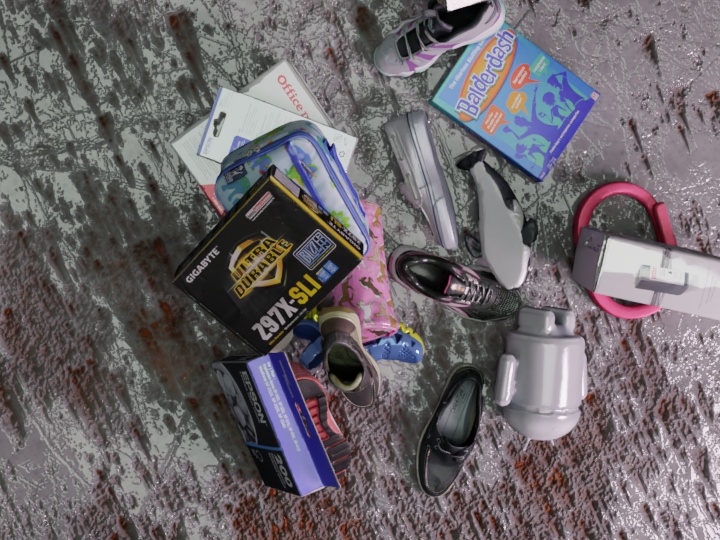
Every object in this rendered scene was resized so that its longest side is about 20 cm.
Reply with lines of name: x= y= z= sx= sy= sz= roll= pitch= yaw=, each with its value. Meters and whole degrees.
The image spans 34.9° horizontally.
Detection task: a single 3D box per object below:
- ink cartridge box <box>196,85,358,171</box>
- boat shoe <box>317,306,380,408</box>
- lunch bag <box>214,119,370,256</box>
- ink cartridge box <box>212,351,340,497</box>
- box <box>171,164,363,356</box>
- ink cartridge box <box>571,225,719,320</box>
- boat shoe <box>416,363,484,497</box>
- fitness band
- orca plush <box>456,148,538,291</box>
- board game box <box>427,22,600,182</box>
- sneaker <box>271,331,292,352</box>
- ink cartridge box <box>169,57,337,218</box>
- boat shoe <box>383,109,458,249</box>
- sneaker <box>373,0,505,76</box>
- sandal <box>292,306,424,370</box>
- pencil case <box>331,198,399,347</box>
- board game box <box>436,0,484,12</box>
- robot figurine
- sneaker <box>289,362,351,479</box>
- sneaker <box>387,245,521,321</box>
ink cartridge box: x=-0.111 y=-0.166 z=1.527 sx=0.198 sy=0.039 sz=0.101 roll=21 pitch=95 yaw=-10
boat shoe: x=-0.019 y=0.130 z=1.520 sx=0.071 sy=0.067 sz=0.202 roll=-3 pitch=139 yaw=11
lunch bag: x=-0.083 y=-0.083 z=1.483 sx=0.159 sy=0.083 sz=0.202 roll=-24 pitch=112 yaw=11
ink cartridge box: x=-0.118 y=0.208 z=1.560 sx=0.043 sy=0.199 sz=0.200 roll=-25 pitch=96 yaw=-27
box: x=-0.116 y=-0.009 z=1.449 sx=0.159 sy=0.050 sz=0.200 roll=40 pitch=112 yaw=-17
ink cartridge box: x=0.407 y=0.003 z=1.585 sx=0.197 sy=0.146 sz=0.086 roll=14 pitch=96 yaw=-4
boat shoe: x=0.134 y=0.236 z=1.650 sx=0.074 sy=0.066 sz=0.201 roll=23 pitch=92 yaw=-7
fitness band: x=0.388 y=-0.030 z=1.673 sx=0.142 sy=0.037 sz=0.203 roll=-16 pitch=95 yaw=-1
orca plush: x=0.195 y=-0.070 z=1.641 sx=0.105 sy=0.071 sz=0.201 roll=-34 pitch=80 yaw=17
board game box: x=0.219 y=-0.246 z=1.633 sx=0.199 sy=0.045 sz=0.153 roll=34 pitch=91 yaw=-6
sneaker: x=-0.161 y=0.019 z=1.583 sx=0.075 sy=0.084 sz=0.202 roll=-29 pitch=115 yaw=-35
ink cartridge box: x=-0.142 y=-0.175 z=1.585 sx=0.199 sy=0.083 sz=0.146 roll=-35 pitch=98 yaw=-2
boat shoe: x=0.086 y=-0.124 z=1.626 sx=0.066 sy=0.073 sz=0.203 roll=-15 pitch=89 yaw=14
sneaker: x=0.092 y=-0.329 z=1.548 sx=0.198 sy=0.140 sz=0.079 roll=-26 pitch=86 yaw=17
sandal: x=-0.009 y=0.110 z=1.612 sx=0.197 sy=0.080 sz=0.088 roll=9 pitch=59 yaw=1
pencil case: x=0.000 y=0.000 z=1.576 sx=0.082 sy=0.086 sz=0.203 roll=-16 pitch=67 yaw=18
board game box: x=0.121 y=-0.413 z=1.542 sx=0.104 sy=0.201 sz=0.024 roll=-22 pitch=133 yaw=-11
robot figurine: x=0.261 y=0.154 z=1.633 sx=0.168 sy=0.113 sz=0.203 roll=2 pitch=94 yaw=-30
sneaker: x=-0.066 y=0.215 z=1.631 sx=0.073 sy=0.087 sz=0.202 roll=-18 pitch=119 yaw=-8
sneaker: x=0.135 y=0.026 z=1.625 sx=0.197 sy=0.086 sz=0.081 roll=15 pitch=94 yaw=-7
